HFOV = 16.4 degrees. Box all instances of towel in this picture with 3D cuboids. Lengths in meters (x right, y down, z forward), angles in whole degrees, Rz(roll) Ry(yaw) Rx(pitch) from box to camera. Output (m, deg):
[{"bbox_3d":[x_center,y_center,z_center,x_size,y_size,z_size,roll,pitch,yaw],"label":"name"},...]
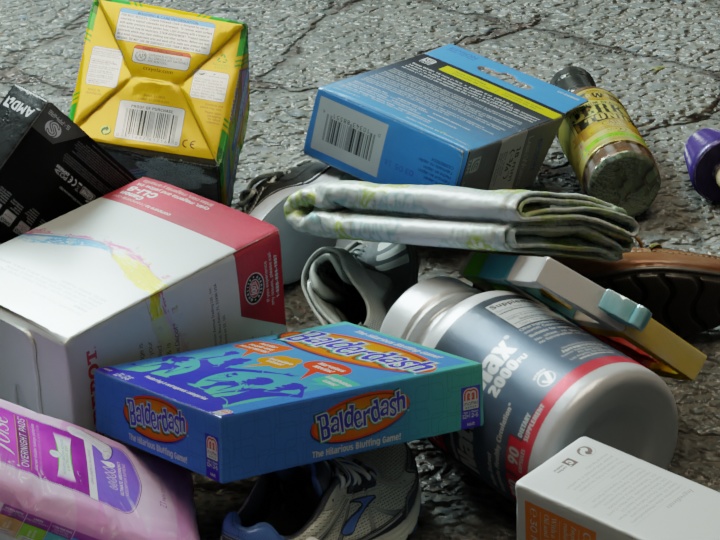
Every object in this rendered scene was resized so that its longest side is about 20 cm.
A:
[{"bbox_3d":[0.074,-0.038,1.764,0.199,0.048,0.171,5,0,37],"label":"towel"}]

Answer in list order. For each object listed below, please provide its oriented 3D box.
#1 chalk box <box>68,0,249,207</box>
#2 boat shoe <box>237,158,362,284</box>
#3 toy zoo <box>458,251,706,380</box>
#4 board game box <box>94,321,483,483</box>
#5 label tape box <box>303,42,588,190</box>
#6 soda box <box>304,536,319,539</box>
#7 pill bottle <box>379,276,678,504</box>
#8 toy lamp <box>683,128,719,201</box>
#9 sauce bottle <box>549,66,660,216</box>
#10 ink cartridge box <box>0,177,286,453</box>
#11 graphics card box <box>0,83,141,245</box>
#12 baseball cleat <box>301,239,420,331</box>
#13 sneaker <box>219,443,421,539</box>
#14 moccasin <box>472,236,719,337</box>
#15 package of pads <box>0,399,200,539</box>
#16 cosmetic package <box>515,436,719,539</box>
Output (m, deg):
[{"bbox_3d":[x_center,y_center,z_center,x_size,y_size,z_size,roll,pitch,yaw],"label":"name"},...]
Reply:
[{"bbox_3d":[-0.156,-0.110,1.961,0.124,0.200,0.124,10,71,0],"label":"chalk box"},{"bbox_3d":[-0.060,-0.046,1.946,0.068,0.074,0.199,8,27,24],"label":"boat shoe"},{"bbox_3d":[0.152,0.030,1.685,0.131,0.021,0.200,32,-7,-15],"label":"toy zoo"},{"bbox_3d":[-0.045,0.080,1.579,0.199,0.045,0.152,-9,15,-36],"label":"board game box"},{"bbox_3d":[0.071,-0.114,2.002,0.144,0.064,0.200,25,26,26],"label":"label tape box"},{"bbox_3d":[-0.072,0.231,1.440,0.068,0.064,0.200,23,36,38],"label":"soda box"},{"bbox_3d":[0.102,0.082,1.647,0.119,0.120,0.200,-20,32,-30],"label":"pill bottle"},{"bbox_3d":[0.307,-0.056,1.960,0.058,0.058,0.200,-10,30,-14],"label":"toy lamp"},{"bbox_3d":[0.194,-0.112,2.063,0.064,0.065,0.200,-6,28,-8],"label":"sauce bottle"},{"bbox_3d":[-0.167,0.051,1.695,0.144,0.146,0.200,22,36,37],"label":"ink cartridge box"},{"bbox_3d":[-0.249,-0.014,1.743,0.051,0.125,0.200,29,81,46],"label":"graphics card box"},{"bbox_3d":[0.000,0.000,1.824,0.070,0.106,0.200,-46,29,10],"label":"baseball cleat"},{"bbox_3d":[-0.022,0.146,1.573,0.077,0.086,0.200,14,31,27],"label":"sneaker"},{"bbox_3d":[0.184,0.010,1.838,0.200,0.074,0.078,-5,35,15],"label":"moccasin"},{"bbox_3d":[-0.193,0.143,1.522,0.199,0.076,0.121,23,19,-20],"label":"package of pads"},{"bbox_3d":[0.188,0.185,1.469,0.199,0.102,0.071,21,36,37],"label":"cosmetic package"}]
